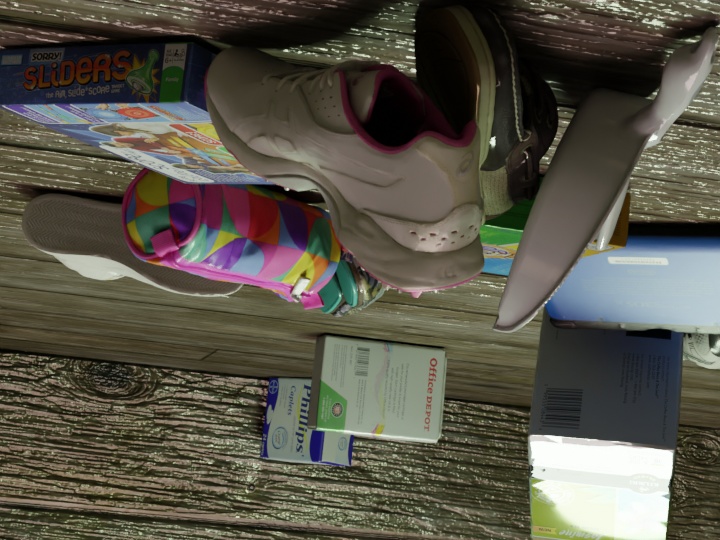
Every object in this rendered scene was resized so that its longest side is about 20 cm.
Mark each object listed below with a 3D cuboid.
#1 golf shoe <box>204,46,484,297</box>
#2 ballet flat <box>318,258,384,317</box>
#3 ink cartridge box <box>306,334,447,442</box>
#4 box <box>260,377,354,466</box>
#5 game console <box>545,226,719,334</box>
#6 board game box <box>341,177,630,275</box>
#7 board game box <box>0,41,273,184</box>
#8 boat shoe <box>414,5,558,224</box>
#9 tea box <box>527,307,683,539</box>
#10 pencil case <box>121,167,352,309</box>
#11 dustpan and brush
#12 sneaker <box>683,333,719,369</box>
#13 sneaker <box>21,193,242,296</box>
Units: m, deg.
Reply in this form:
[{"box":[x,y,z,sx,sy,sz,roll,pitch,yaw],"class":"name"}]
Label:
[{"box":[-0.006,-0.073,0.746,0.075,0.092,0.200,-22,-134,-35],"class":"golf shoe"},{"box":[0.000,0.000,1.421,0.071,0.073,0.200,7,172,-9],"class":"ballet flat"},{"box":[0.026,0.185,2.361,0.198,0.147,0.087,7,173,-12],"class":"ink cartridge box"},{"box":[-0.113,0.334,3.380,0.199,0.186,0.104,-3,167,43],"class":"box"},{"box":[0.258,-0.011,1.281,0.198,0.119,0.171,1,140,27],"class":"game console"},{"box":[0.088,-0.036,1.142,0.151,0.041,0.200,8,171,-18],"class":"board game box"},{"box":[-0.103,-0.089,0.912,0.134,0.035,0.200,2,171,27],"class":"board game box"},{"box":[0.067,-0.081,0.772,0.064,0.074,0.200,-20,164,-5],"class":"boat shoe"},{"box":[0.233,0.134,1.433,0.132,0.201,0.198,4,140,12],"class":"tea box"},{"box":[-0.093,-0.027,1.177,0.088,0.089,0.199,0,169,36],"class":"pencil case"},{"box":[0.131,-0.060,0.779,0.057,0.140,0.201,24,145,11],"class":"dustpan and brush"},{"box":[0.314,0.059,1.533,0.087,0.077,0.200,6,171,-9],"class":"sneaker"},{"box":[-0.193,-0.021,1.358,0.198,0.074,0.116,16,174,0],"class":"sneaker"}]
